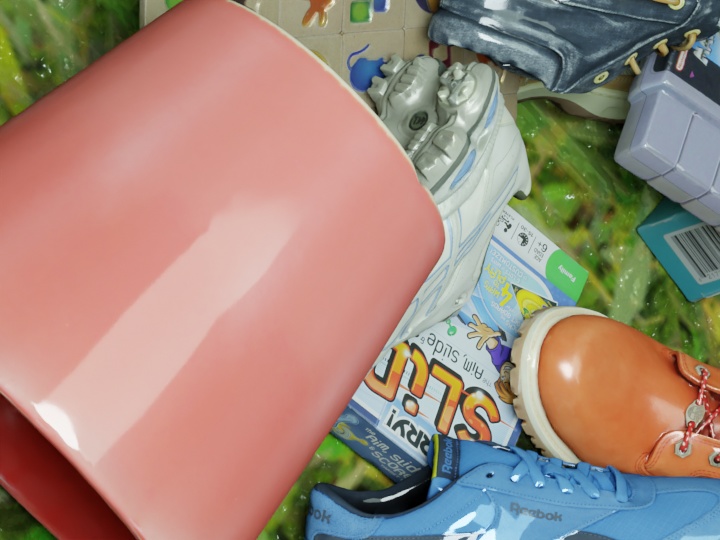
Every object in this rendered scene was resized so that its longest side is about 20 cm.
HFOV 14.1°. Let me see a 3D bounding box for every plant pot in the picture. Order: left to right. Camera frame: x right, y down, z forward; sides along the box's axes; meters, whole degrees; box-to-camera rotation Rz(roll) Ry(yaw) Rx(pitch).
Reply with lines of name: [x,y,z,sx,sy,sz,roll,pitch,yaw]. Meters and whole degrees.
plant pot: [-0.076,0.004,1.112,0.177,0.200,0.201,-46,107,-14]

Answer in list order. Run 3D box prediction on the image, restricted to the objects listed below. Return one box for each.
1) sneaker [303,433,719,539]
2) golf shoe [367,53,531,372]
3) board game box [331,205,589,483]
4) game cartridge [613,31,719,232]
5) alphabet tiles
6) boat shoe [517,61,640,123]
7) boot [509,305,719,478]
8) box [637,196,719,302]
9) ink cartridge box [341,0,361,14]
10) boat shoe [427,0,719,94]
sneaker: [0.074,0.105,1.251,0.199,0.066,0.079,-10,100,-2]
golf shoe: [0.013,0.010,1.234,0.201,0.078,0.097,-55,136,-13]
board game box: [0.000,0.000,1.296,0.200,0.034,0.136,38,60,-22]
game cartridge: [0.197,-0.106,1.368,0.129,0.038,0.201,34,60,-25]
alphabet tiles: [-0.010,-0.085,1.242,0.199,0.008,0.168,-8,107,-36]
boat shoe: [0.077,-0.119,1.344,0.199,0.076,0.072,0,53,-41]
boot: [0.157,0.068,1.328,0.199,0.107,0.075,29,68,-38]
box: [0.225,-0.071,1.445,0.049,0.082,0.200,51,55,-13]
ink cartridge box: [-0.013,-0.204,1.309,0.094,0.044,0.201,43,47,-19]
boat shoe: [0.121,-0.115,1.284,0.199,0.071,0.091,16,96,-26]
